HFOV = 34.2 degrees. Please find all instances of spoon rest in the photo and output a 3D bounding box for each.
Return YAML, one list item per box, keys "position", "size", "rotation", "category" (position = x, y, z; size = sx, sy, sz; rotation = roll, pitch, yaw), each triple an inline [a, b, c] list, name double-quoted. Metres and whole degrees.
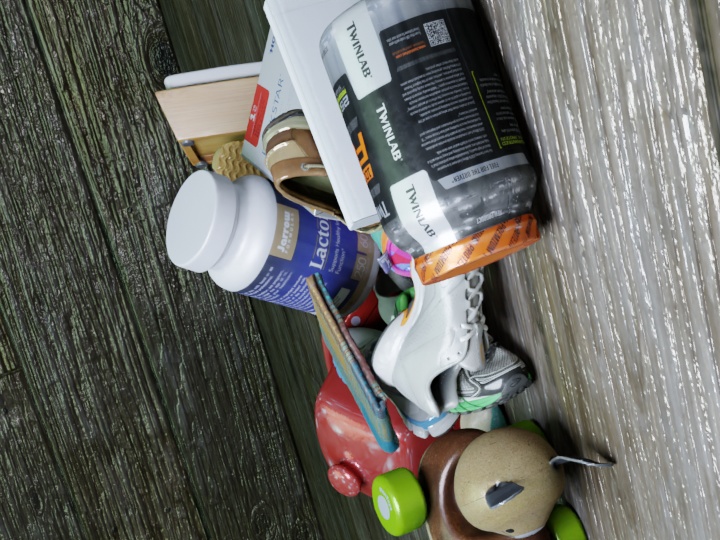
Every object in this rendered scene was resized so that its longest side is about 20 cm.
- position: [0.062, 0.050, 1.249]
  size: [0.200, 0.060, 0.101]
  rotation: [-127, 20, -60]
  category: "spoon rest"

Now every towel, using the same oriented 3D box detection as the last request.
- position: [-0.004, 0.094, 1.127]
  size: [0.148, 0.021, 0.200]
  rotation: [60, 173, 19]
  category: "towel"

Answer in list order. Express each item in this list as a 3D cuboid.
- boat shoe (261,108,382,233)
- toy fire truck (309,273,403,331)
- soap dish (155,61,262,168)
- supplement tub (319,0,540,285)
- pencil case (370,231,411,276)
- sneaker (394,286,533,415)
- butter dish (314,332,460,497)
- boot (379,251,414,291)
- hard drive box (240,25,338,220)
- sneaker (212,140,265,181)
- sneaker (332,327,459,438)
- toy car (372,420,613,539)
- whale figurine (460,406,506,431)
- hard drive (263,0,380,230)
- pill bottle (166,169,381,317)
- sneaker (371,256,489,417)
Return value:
- position: [0.004, -0.065, 0.992]
  size: [0.076, 0.197, 0.075]
  rotation: [-47, 36, 44]
  category: "boat shoe"
- position: [0.005, 0.044, 1.440]
  size: [0.198, 0.130, 0.176]
  rotation: [32, -174, -24]
  category: "toy fire truck"
- position: [-0.134, -0.186, 1.399]
  size: [0.157, 0.196, 0.083]
  rotation: [90, 172, -81]
  category: "soap dish"
- position: [0.055, -0.100, 0.864]
  size: [0.123, 0.121, 0.203]
  rotation: [131, 120, -78]
  category: "supplement tub"
- position: [0.029, -0.071, 1.151]
  size: [0.201, 0.087, 0.089]
  rotation: [-118, 14, -49]
  category: "pencil case"
- position: [0.083, 0.071, 1.075]
  size: [0.199, 0.077, 0.087]
  rotation: [24, 131, 57]
  category: "sneaker"
- position: [0.016, 0.197, 1.347]
  size: [0.197, 0.148, 0.202]
  rotation: [18, 137, 29]
  category: "butter dish"
- position: [0.000, 0.000, 1.259]
  size: [0.067, 0.131, 0.201]
  rotation: [30, -164, -33]
  category: "boot"
- position: [-0.032, -0.150, 1.115]
  size: [0.200, 0.076, 0.159]
  rotation: [38, 118, 58]
  category: "hard drive box"
- position: [-0.082, -0.100, 1.389]
  size: [0.090, 0.197, 0.076]
  rotation: [-170, 97, -80]
  category: "sneaker"
- position: [0.028, 0.094, 1.238]
  size: [0.199, 0.075, 0.087]
  rotation: [28, 153, 49]
  category: "sneaker"
- position: [0.126, 0.195, 0.964]
  size: [0.160, 0.162, 0.200]
  rotation: [68, 156, 12]
  category: "toy car"
- position: [0.135, 0.233, 1.164]
  size: [0.159, 0.102, 0.204]
  rotation: [137, 137, -79]
  category: "whale figurine"
- position: [0.015, -0.146, 0.954]
  size: [0.026, 0.130, 0.203]
  rotation: [125, 125, -68]
  category: "hard drive"
- position: [-0.086, -0.027, 1.164]
  size: [0.115, 0.198, 0.118]
  rotation: [-23, 60, 47]
  category: "pill bottle"
- position: [0.084, 0.033, 0.992]
  size: [0.092, 0.075, 0.203]
  rotation: [41, 124, 36]
  category: "sneaker"
